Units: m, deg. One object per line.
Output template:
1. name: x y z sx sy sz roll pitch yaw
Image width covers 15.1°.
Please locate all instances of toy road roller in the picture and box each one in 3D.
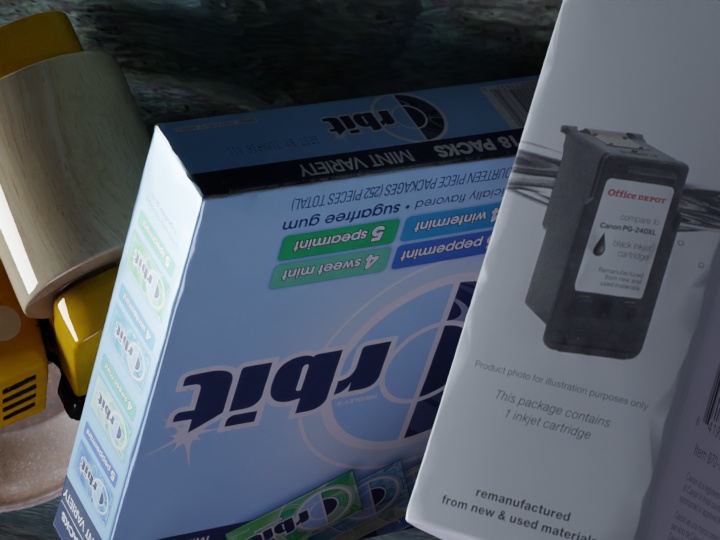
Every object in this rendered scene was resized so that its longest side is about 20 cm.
1. toy road roller: -0.150 0.001 1.065 0.145 0.123 0.200 -22 167 -13

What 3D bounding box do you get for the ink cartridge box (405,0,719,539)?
1. ink cartridge box: 0.105 0.008 0.870 0.083 0.201 0.145 13 170 29

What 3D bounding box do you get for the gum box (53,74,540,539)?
1. gum box: -0.013 0.025 1.005 0.169 0.045 0.201 -10 136 -30

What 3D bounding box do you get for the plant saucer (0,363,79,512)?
1. plant saucer: -0.182 0.013 1.222 0.199 0.201 0.037 8 -156 7

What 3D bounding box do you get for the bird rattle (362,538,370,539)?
1. bird rattle: -0.041 0.140 1.060 0.199 0.163 0.113 -8 126 2

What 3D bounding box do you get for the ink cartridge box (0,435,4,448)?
1. ink cartridge box: -0.127 0.042 1.323 0.199 0.137 0.076 11 170 -7

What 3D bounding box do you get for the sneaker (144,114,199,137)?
1. sneaker: -0.037 0.024 1.128 0.200 0.089 0.074 47 130 -4
